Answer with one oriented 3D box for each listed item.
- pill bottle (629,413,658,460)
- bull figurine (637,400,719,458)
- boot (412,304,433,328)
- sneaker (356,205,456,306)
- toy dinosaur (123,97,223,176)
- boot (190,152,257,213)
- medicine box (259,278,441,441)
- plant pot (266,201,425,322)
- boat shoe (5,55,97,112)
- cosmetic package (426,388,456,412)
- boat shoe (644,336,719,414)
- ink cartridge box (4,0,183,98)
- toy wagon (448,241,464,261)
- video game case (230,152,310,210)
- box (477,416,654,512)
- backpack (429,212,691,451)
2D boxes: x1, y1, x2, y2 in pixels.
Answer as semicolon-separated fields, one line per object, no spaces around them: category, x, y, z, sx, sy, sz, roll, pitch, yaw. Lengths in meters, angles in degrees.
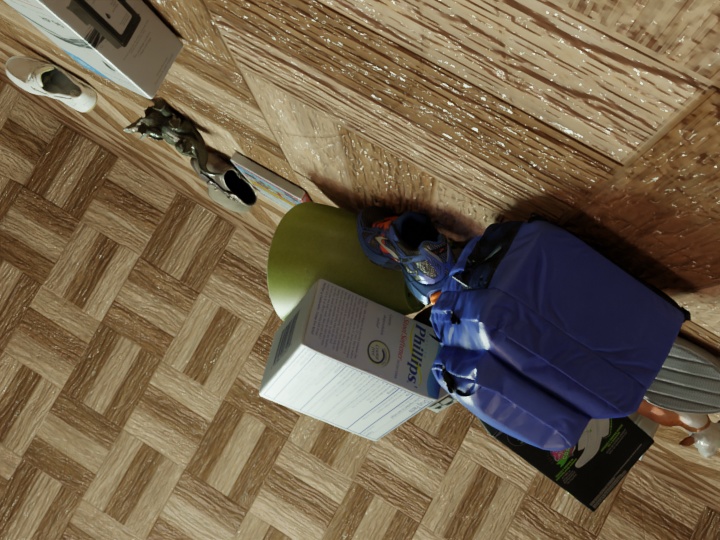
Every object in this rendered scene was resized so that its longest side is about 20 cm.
pill bottle;0.372;0.215;1.079;0.198;0.113;0.111;27;174;28
bull figurine;0.354;0.150;0.833;0.198;0.066;0.121;36;-179;2
boot;0.138;0.069;0.992;0.072;0.154;0.200;50;144;9
sneaker;0.056;-0.040;0.790;0.200;0.074;0.080;38;147;50
toy dinosaur;-0.293;-0.220;1.087;0.197;0.078;0.102;25;-174;5
boot;-0.244;-0.155;1.301;0.145;0.071;0.200;28;171;42
medicine box;-0.013;0.130;0.920;0.197;0.104;0.182;24;143;-14
plant pot;0.000;0.000;0.964;0.197;0.191;0.187;6;162;32
boat shoe;-0.625;-0.385;1.342;0.197;0.072;0.069;22;173;3
cosmetic package;0.176;0.135;0.983;0.051;0.198;0.082;60;-171;22
boat shoe;0.277;0.080;0.688;0.197;0.075;0.067;21;-155;21
ink cartridge box;-0.265;-0.248;0.597;0.115;0.069;0.200;27;173;26
toy wagon;0.183;0.031;0.835;0.154;0.040;0.200;27;173;35
video game case;-0.141;-0.137;1.190;0.141;0.018;0.200;30;175;10
box;0.245;0.183;0.876;0.199;0.125;0.149;39;-175;-22
backpack;0.139;0.049;0.589;0.162;0.169;0.200;37;178;-7
